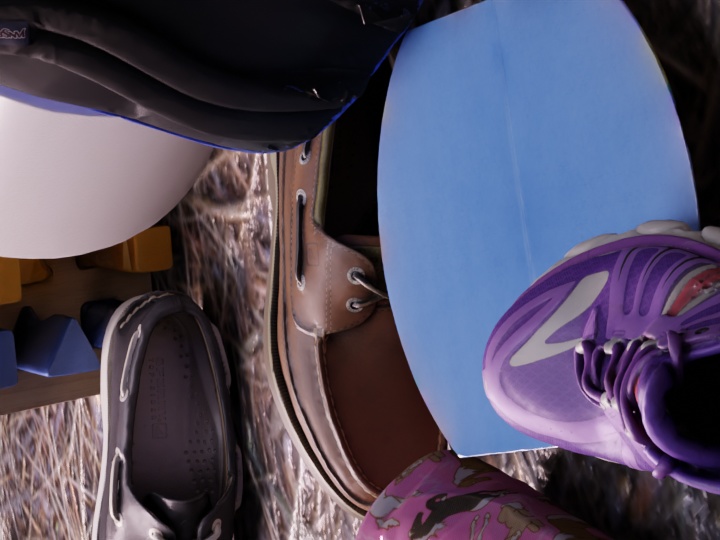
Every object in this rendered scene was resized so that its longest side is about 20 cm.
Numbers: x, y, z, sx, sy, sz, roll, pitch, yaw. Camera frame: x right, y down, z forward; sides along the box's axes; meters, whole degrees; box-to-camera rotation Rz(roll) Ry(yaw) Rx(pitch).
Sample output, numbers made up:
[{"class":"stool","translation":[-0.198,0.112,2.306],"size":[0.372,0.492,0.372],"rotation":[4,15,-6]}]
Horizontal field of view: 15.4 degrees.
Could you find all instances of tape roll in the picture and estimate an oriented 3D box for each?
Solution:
[{"class":"tape roll","translation":[-0.141,-0.124,1.191],"size":[0.139,0.202,0.204],"rotation":[125,132,-59]}]

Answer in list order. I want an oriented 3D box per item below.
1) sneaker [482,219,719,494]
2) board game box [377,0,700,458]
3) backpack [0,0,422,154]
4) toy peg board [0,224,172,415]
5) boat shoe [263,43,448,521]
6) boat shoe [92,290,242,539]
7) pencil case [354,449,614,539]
[{"class":"sneaker","translation":[0.097,0.028,0.787],"size":[0.200,0.083,0.081],"rotation":[0,97,55]},{"class":"board game box","translation":[0.072,-0.019,0.933],"size":[0.200,0.039,0.159],"rotation":[-14,83,60]},{"class":"backpack","translation":[-0.071,-0.152,0.975],"size":[0.163,0.199,0.168],"rotation":[-52,27,38]},{"class":"toy peg board","translation":[-0.173,-0.022,1.327],"size":[0.098,0.199,0.201],"rotation":[5,103,51]},{"class":"boat shoe","translation":[0.000,0.000,1.062],"size":[0.068,0.072,0.201],"rotation":[152,109,-67]},{"class":"boat shoe","translation":[-0.092,0.111,1.322],"size":[0.060,0.073,0.201],"rotation":[176,95,-71]},{"class":"pencil case","translation":[0.067,0.133,0.939],"size":[0.087,0.083,0.200],"rotation":[-51,29,-3]}]
